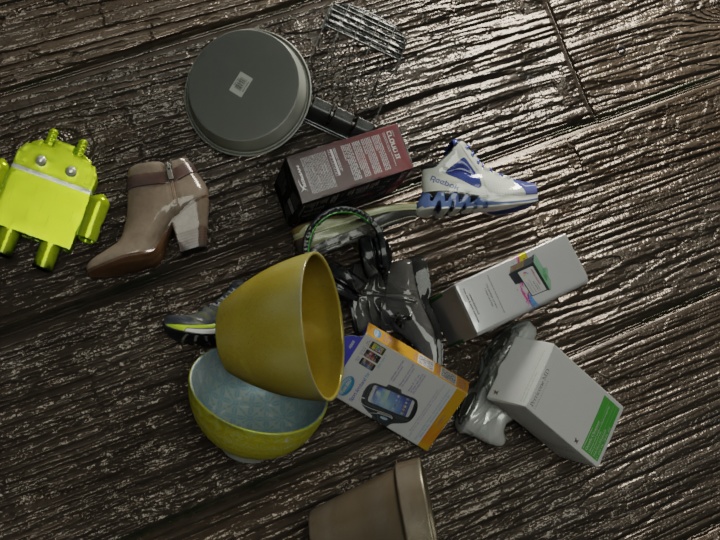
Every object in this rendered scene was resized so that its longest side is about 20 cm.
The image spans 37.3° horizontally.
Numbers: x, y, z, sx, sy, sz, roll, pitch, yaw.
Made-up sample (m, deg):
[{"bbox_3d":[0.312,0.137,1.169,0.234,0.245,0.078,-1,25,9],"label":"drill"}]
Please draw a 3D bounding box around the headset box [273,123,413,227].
[{"bbox_3d":[-0.019,-0.143,1.593,0.198,0.149,0.076,-19,83,-14],"label":"headset box"}]

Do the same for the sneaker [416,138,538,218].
[{"bbox_3d":[0.180,-0.148,1.672,0.196,0.081,0.117,-3,82,-11],"label":"sneaker"}]

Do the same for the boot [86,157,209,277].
[{"bbox_3d":[-0.316,-0.082,1.565,0.197,0.070,0.148,-14,76,-16],"label":"boot"}]

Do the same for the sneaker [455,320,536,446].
[{"bbox_3d":[0.225,0.175,1.630,0.099,0.078,0.202,31,82,-13],"label":"sneaker"}]

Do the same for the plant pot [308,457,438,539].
[{"bbox_3d":[0.022,0.377,1.492,0.171,0.200,0.203,-12,81,2],"label":"plant pot"}]

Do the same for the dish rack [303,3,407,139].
[{"bbox_3d":[-0.017,-0.313,1.678,0.152,0.055,0.202,24,73,-8],"label":"dish rack"}]

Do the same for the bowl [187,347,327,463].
[{"bbox_3d":[-0.152,0.205,1.505,0.197,0.201,0.109,10,119,-10],"label":"bowl"}]

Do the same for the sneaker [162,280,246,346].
[{"bbox_3d":[-0.193,0.059,1.563,0.197,0.074,0.082,-7,74,-21],"label":"sneaker"}]

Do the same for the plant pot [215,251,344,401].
[{"bbox_3d":[-0.115,0.082,1.458,0.140,0.200,0.203,-6,79,14],"label":"plant pot"}]

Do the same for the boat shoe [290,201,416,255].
[{"bbox_3d":[-0.005,-0.058,1.624,0.198,0.072,0.067,-13,91,-13],"label":"boat shoe"}]

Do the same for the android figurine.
[{"bbox_3d":[-0.456,-0.105,1.548,0.180,0.041,0.202,21,77,-7],"label":"android figurine"}]

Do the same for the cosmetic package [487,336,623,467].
[{"bbox_3d":[0.291,0.196,1.585,0.199,0.084,0.109,38,72,-35],"label":"cosmetic package"}]

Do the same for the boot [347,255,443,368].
[{"bbox_3d":[0.050,0.081,1.616,0.130,0.070,0.203,-10,74,-7],"label":"boot"}]

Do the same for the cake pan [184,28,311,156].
[{"bbox_3d":[-0.174,-0.275,1.615,0.197,0.037,0.203,-1,80,6],"label":"cake pan"}]

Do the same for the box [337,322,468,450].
[{"bbox_3d":[0.046,0.166,1.571,0.199,0.042,0.120,32,114,-3],"label":"box"}]

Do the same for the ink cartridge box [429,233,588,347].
[{"bbox_3d":[0.222,0.031,1.612,0.198,0.145,0.085,-24,85,-15],"label":"ink cartridge box"}]

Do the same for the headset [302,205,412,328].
[{"bbox_3d":[0.000,0.000,1.552,0.123,0.094,0.201,-38,97,-1],"label":"headset"}]
